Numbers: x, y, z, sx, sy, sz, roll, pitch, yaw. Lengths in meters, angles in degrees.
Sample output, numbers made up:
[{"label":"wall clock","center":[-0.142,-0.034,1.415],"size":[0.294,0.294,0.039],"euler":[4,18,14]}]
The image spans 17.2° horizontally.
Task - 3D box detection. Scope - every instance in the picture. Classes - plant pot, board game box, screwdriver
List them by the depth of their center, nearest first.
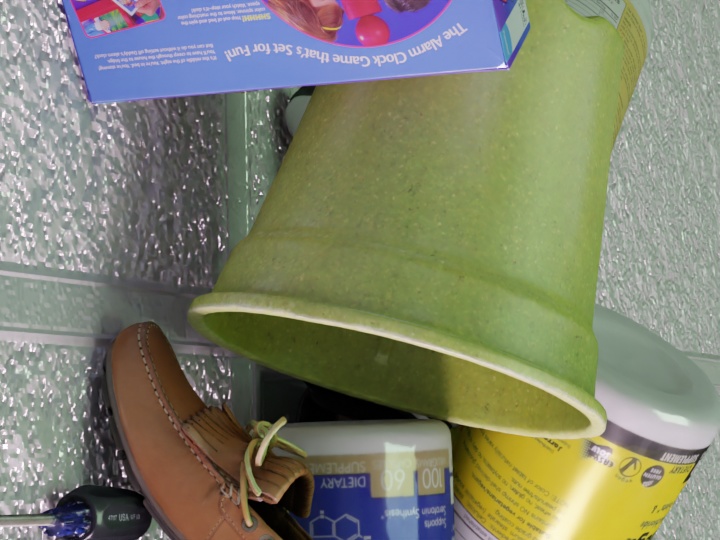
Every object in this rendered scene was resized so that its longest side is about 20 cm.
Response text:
[{"label":"screwdriver","center":[-0.137,0.106,0.980],"size":[0.029,0.028,0.200],"euler":[-65,160,9]},{"label":"board game box","center":[-0.038,-0.148,1.029],"size":[0.045,0.199,0.135],"euler":[-60,142,-56]},{"label":"plant pot","center":[0.039,-0.038,1.116],"size":[0.200,0.200,0.185],"euler":[37,66,-63]}]

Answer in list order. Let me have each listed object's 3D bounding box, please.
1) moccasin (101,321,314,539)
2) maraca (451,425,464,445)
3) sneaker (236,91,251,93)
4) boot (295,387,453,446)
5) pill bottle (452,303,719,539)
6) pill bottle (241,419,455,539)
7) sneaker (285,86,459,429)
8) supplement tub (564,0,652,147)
[{"label":"moccasin","center":[-0.047,0.105,1.056],"size":[0.202,0.078,0.074],"euler":[57,11,22]},{"label":"maraca","center":[0.112,0.092,1.493],"size":[0.107,0.137,0.200],"euler":[64,17,-4]},{"label":"sneaker","center":[-0.053,-0.192,1.169],"size":[0.090,0.075,0.201],"euler":[56,36,-62]},{"label":"boot","center":[0.005,0.175,1.317],"size":[0.166,0.072,0.201],"euler":[31,59,-51]},{"label":"pill bottle","center":[0.093,0.124,1.232],"size":[0.201,0.112,0.112],"euler":[-61,168,21]},{"label":"pill bottle","center":[-0.011,0.175,1.169],"size":[0.120,0.119,0.201],"euler":[4,83,-69]},{"label":"sneaker","center":[0.000,0.000,1.258],"size":[0.115,0.076,0.201],"euler":[-34,84,-24]},{"label":"supplement tub","center":[0.085,-0.114,1.382],"size":[0.201,0.145,0.146],"euler":[-67,149,-29]}]
